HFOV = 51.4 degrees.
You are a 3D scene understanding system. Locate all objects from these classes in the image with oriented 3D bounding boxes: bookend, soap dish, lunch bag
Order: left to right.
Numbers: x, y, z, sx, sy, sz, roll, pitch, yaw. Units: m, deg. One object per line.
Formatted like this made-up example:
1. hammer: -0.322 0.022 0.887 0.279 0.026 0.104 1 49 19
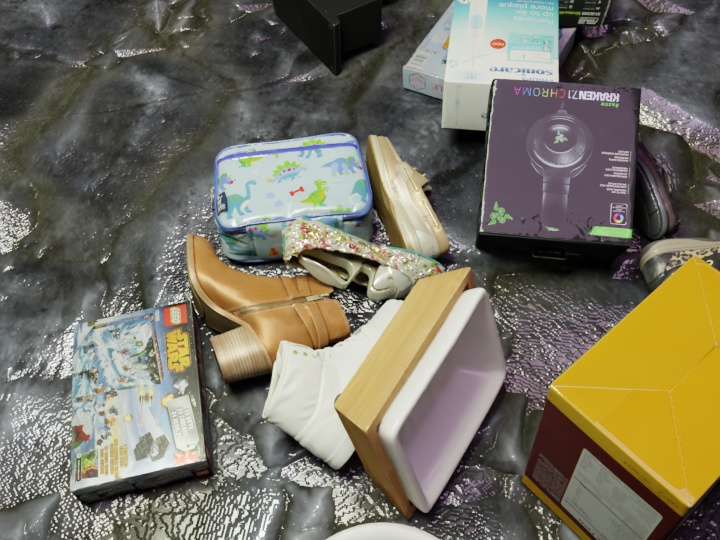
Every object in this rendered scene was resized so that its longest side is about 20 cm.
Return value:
1. lunch bag: -0.087 -0.097 0.946 0.198 0.083 0.162 -6 50 -2
2. bookend: -0.011 -0.435 1.188 0.199 0.092 0.199 -28 58 -19
3. soap dish: 0.063 0.117 0.736 0.081 0.158 0.200 14 53 34

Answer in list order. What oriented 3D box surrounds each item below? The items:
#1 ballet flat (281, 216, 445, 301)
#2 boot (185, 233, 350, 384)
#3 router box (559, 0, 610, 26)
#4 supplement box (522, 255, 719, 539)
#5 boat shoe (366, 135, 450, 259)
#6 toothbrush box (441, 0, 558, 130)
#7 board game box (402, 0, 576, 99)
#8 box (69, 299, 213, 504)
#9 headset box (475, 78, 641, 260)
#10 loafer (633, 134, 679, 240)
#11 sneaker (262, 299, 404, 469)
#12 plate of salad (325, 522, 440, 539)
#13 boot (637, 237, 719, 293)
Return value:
1. ballet flat: 0.000 0.000 0.859 0.198 0.076 0.064 17 52 -1
2. boot: -0.111 0.025 0.862 0.154 0.074 0.201 -19 64 -16
3. router box: 0.263 -0.435 1.148 0.198 0.062 0.151 0 43 -5
4. supplement box: 0.269 0.137 0.672 0.197 0.201 0.133 -35 58 -21
5. boat shoe: 0.058 -0.091 0.943 0.069 0.074 0.201 -11 60 -11
6. toothbrush box: 0.190 -0.286 1.017 0.145 0.086 0.201 6 56 8
7. board game box: 0.194 -0.319 1.120 0.198 0.041 0.201 23 58 19
8. box: -0.236 0.134 0.804 0.136 0.040 0.201 -12 53 -4
9. headset box: 0.229 -0.111 0.889 0.172 0.093 0.202 6 82 7
10. loafer: 0.360 -0.124 0.949 0.062 0.072 0.201 -8 50 -8
11. sneaker: -0.025 0.089 0.783 0.115 0.074 0.201 33 58 -7
12. plate of salad: 0.019 0.316 0.648 0.198 0.048 0.201 -1 53 2
13. boot: 0.417 0.034 0.821 0.198 0.073 0.152 0 52 8
